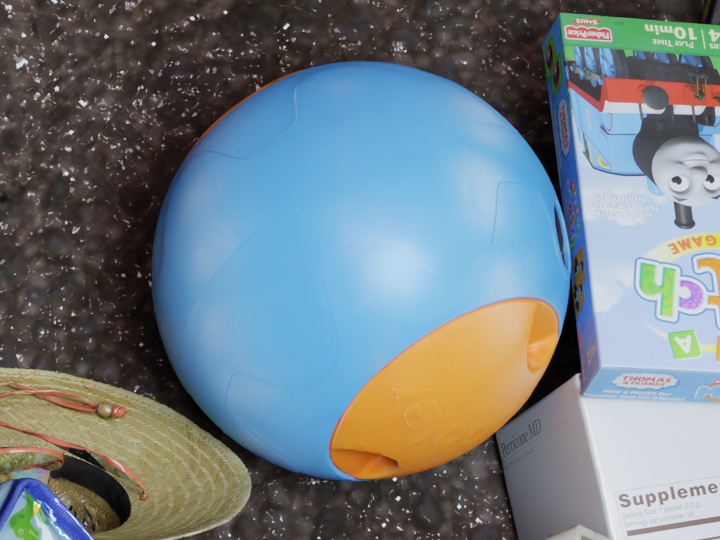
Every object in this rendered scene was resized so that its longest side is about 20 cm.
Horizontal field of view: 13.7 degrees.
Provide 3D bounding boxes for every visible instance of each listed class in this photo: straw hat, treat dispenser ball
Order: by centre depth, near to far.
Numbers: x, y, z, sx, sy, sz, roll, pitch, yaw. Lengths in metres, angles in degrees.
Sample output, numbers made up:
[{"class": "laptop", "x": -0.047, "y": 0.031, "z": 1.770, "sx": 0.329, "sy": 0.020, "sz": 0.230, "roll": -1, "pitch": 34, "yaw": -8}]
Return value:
[{"class": "straw hat", "x": -0.151, "y": 0.121, "z": 1.399, "sx": 0.201, "sy": 0.201, "sz": 0.085, "roll": 7, "pitch": 109, "yaw": -13}, {"class": "treat dispenser ball", "x": 0.000, "y": 0.000, "z": 1.430, "sx": 0.200, "sy": 0.201, "sz": 0.201, "roll": 4, "pitch": 73, "yaw": -14}]

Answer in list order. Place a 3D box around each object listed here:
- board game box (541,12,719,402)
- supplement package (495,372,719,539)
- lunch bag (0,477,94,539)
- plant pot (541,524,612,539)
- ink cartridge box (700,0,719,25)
[{"class": "board game box", "x": 0.174, "y": -0.030, "z": 1.465, "sx": 0.151, "sy": 0.037, "sz": 0.200, "roll": 3, "pitch": 61, "yaw": -14}, {"class": "supplement package", "x": 0.157, "y": 0.153, "z": 1.471, "sx": 0.119, "sy": 0.121, "sz": 0.200, "roll": -7, "pitch": 76, "yaw": -19}, {"class": "lunch bag", "x": -0.182, "y": 0.203, "z": 1.247, "sx": 0.127, "sy": 0.170, "sz": 0.200, "roll": 40, "pitch": 57, "yaw": -22}, {"class": "plant pot", "x": 0.058, "y": 0.238, "z": 1.295, "sx": 0.177, "sy": 0.200, "sz": 0.200, "roll": -18, "pitch": 76, "yaw": 11}, {"class": "ink cartridge box", "x": 0.255, "y": -0.110, "z": 1.596, "sx": 0.147, "sy": 0.086, "sz": 0.200, "roll": 21, "pitch": 68, "yaw": -8}]
